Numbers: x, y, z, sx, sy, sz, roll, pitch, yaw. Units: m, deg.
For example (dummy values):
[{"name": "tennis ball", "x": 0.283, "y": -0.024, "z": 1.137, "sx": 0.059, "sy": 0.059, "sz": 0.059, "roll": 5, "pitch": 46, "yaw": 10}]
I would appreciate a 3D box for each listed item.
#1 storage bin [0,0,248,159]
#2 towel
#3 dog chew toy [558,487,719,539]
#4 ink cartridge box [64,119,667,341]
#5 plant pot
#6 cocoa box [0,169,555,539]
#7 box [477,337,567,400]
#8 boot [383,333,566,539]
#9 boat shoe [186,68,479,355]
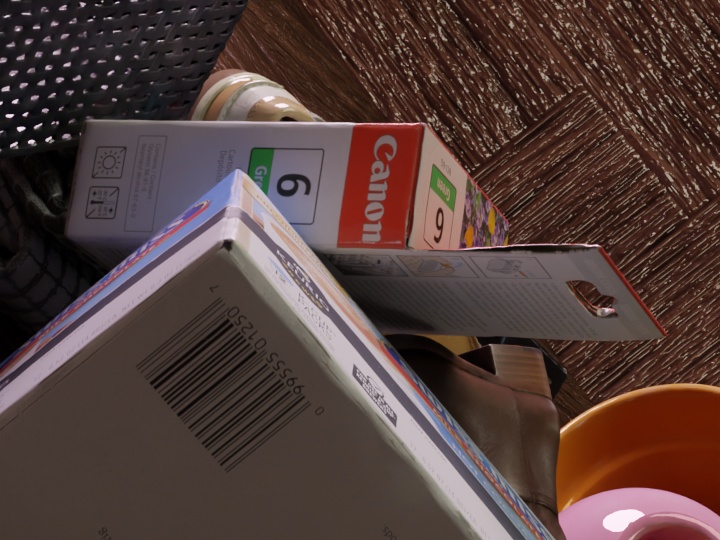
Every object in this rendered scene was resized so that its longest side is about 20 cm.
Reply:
[{"name": "storage bin", "x": -0.144, "y": -0.120, "z": 0.885, "sx": 0.135, "sy": 0.094, "sz": 0.200, "roll": 45, "pitch": 34, "yaw": 21}, {"name": "towel", "x": -0.127, "y": -0.042, "z": 1.020, "sx": 0.200, "sy": 0.086, "sz": 0.166, "roll": 57, "pitch": 7, "yaw": 37}, {"name": "dog chew toy", "x": 0.116, "y": 0.188, "z": 1.150, "sx": 0.125, "sy": 0.124, "sz": 0.200, "roll": 54, "pitch": -32, "yaw": 17}, {"name": "ink cartridge box", "x": 0.006, "y": -0.014, "z": 0.871, "sx": 0.109, "sy": 0.199, "sz": 0.051, "roll": 43, "pitch": 51, "yaw": -63}, {"name": "plant pot", "x": 0.230, "y": 0.215, "z": 1.698, "sx": 0.184, "sy": 0.200, "sz": 0.200, "roll": 67, "pitch": -4, "yaw": -38}, {"name": "cocoa box", "x": -0.028, "y": 0.090, "z": 0.775, "sx": 0.200, "sy": 0.133, "sz": 0.131, "roll": 50, "pitch": 7, "yaw": -10}, {"name": "box", "x": -0.018, "y": 0.018, "z": 1.175, "sx": 0.164, "sy": 0.086, "sz": 0.200, "roll": 24, "pitch": -12, "yaw": 38}, {"name": "boot", "x": 0.031, "y": 0.128, "z": 0.888, "sx": 0.186, "sy": 0.064, "sz": 0.201, "roll": 1, "pitch": 73, "yaw": -43}, {"name": "boat shoe", "x": 0.000, "y": 0.000, "z": 1.008, "sx": 0.076, "sy": 0.072, "sz": 0.200, "roll": 16, "pitch": -25, "yaw": 52}]
